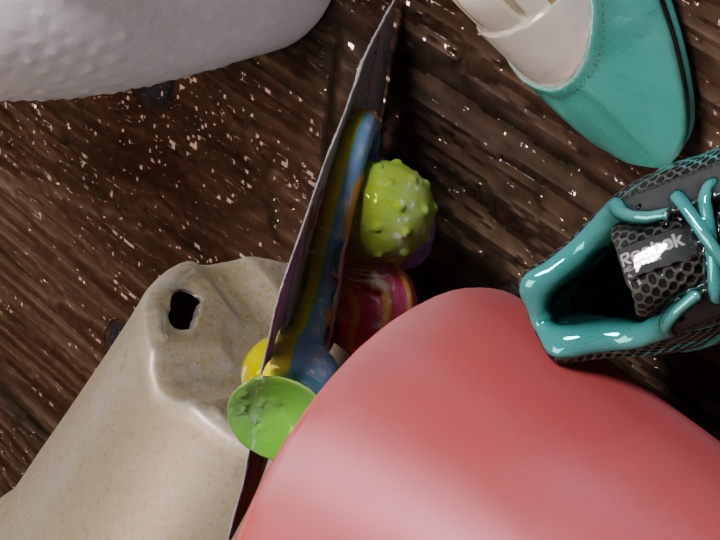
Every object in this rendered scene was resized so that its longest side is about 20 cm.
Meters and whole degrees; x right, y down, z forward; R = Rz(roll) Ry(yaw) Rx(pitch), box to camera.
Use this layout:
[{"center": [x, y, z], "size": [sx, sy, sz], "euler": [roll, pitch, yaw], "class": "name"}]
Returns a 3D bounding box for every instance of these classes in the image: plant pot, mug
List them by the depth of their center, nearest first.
[{"center": [0.076, 0.131, 0.869], "size": [0.177, 0.200, 0.202], "euler": [25, 125, 32], "class": "plant pot"}, {"center": [-0.101, -0.137, 0.980], "size": [0.199, 0.175, 0.149], "euler": [10, 113, 50], "class": "mug"}, {"center": [-0.060, 0.104, 1.038], "size": [0.201, 0.200, 0.184], "euler": [48, 127, 29], "class": "plant pot"}]

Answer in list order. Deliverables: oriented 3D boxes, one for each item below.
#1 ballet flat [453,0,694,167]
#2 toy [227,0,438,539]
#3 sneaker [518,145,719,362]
[{"center": [0.052, -0.124, 0.874], "size": [0.067, 0.070, 0.201], "euler": [-17, 91, 54], "class": "ballet flat"}, {"center": [0.000, 0.000, 0.937], "size": [0.047, 0.200, 0.116], "euler": [17, 126, 6], "class": "toy"}, {"center": [0.125, -0.010, 0.809], "size": [0.200, 0.091, 0.078], "euler": [-34, 79, 53], "class": "sneaker"}]
